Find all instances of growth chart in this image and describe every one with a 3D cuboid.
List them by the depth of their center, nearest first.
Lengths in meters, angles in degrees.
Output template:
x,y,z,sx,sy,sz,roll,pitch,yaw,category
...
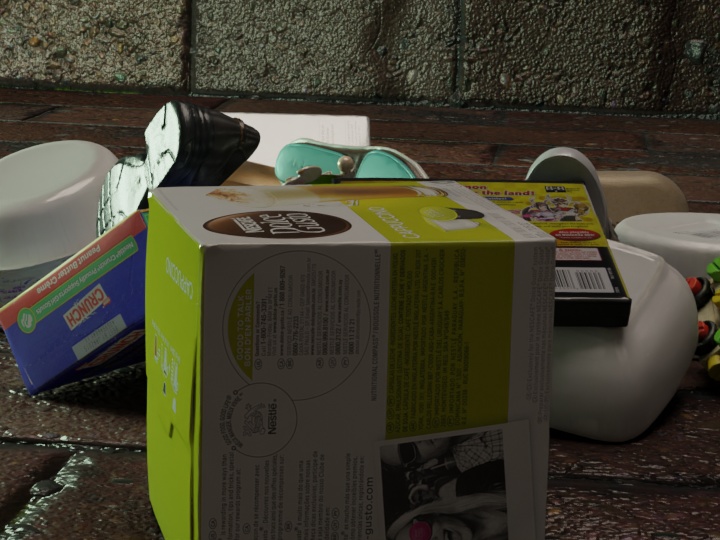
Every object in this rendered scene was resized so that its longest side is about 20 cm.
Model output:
x,y,z,sx,sy,sz,roll,pitch,yaw,category
-0.090,-0.041,1.576,0.199,0.018,0.145,-23,-13,4,growth chart

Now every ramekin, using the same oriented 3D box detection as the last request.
x,y,z,sx,sy,sz,roll,pitch,yaw,category
0.310,0.010,1.674,0.199,0.098,0.201,2,12,0,ramekin

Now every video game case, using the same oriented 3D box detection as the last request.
x,y,z,sx,sy,sz,roll,pitch,yaw,category
0.083,-0.016,1.392,0.199,0.026,0.181,1,30,-6,video game case

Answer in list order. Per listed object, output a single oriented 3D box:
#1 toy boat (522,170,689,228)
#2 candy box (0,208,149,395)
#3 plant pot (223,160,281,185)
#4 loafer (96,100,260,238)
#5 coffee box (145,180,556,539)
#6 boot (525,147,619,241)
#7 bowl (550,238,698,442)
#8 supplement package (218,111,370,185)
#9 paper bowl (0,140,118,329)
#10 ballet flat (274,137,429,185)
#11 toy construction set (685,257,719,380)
x,y,z,sx,sy,sz,roll,pitch,yaw,category
0.215,-0.021,1.830,0.199,0.131,0.131,0,-19,-13,toy boat
-0.149,0.012,1.448,0.169,0.077,0.200,-31,-8,32,candy box
-0.094,-0.070,1.734,0.199,0.028,0.200,15,11,-3,plant pot
-0.146,-0.060,1.462,0.072,0.073,0.200,6,-24,-30,loafer
-0.015,0.062,1.082,0.197,0.201,0.200,-1,11,-14,coffee box
0.175,-0.032,1.558,0.073,0.201,0.096,2,36,14,boot
0.146,0.032,1.418,0.199,0.075,0.200,17,33,20,bowl
-0.092,-0.078,1.893,0.199,0.117,0.118,2,54,-5,supplement package
-0.270,-0.041,1.658,0.200,0.105,0.201,-11,29,6,paper bowl
0.009,-0.075,1.668,0.069,0.070,0.200,-8,19,-42,ballet flat
0.324,0.027,1.501,0.131,0.092,0.200,-36,10,24,toy construction set
